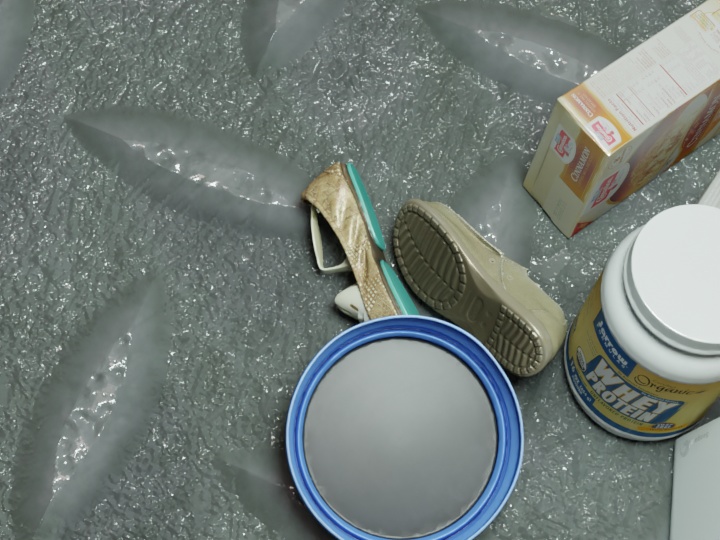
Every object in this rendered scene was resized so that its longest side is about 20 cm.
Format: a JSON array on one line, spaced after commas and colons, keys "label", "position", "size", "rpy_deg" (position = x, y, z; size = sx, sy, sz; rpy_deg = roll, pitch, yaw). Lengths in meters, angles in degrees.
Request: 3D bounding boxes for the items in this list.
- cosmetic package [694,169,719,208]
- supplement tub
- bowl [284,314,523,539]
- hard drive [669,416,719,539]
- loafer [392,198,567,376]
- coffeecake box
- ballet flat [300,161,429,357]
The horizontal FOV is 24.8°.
[{"label": "cosmetic package", "position": [0.373, 0.013, 1.479], "size": [0.199, 0.090, 0.107], "rpy_deg": [36, 65, 7]}, {"label": "supplement tub", "position": [0.260, 0.045, 1.381], "size": [0.143, 0.200, 0.146], "rpy_deg": [3, 63, -6]}, {"label": "bowl", "position": [0.035, 0.138, 1.364], "size": [0.198, 0.039, 0.203], "rpy_deg": [1, 83, -6]}, {"label": "hard drive", "position": [0.296, 0.218, 1.340], "size": [0.026, 0.132, 0.202], "rpy_deg": [17, 62, -17]}, {"label": "loafer", "position": [0.106, 0.013, 1.450], "size": [0.068, 0.076, 0.200], "rpy_deg": [-15, 56, -48]}, {"label": "coffeecake box", "position": [0.257, -0.139, 1.496], "size": [0.199, 0.154, 0.073], "rpy_deg": [-33, 72, -21]}, {"label": "ballet flat", "position": [0.000, 0.000, 1.453], "size": [0.065, 0.071, 0.201], "rpy_deg": [-27, 65, 9]}]
